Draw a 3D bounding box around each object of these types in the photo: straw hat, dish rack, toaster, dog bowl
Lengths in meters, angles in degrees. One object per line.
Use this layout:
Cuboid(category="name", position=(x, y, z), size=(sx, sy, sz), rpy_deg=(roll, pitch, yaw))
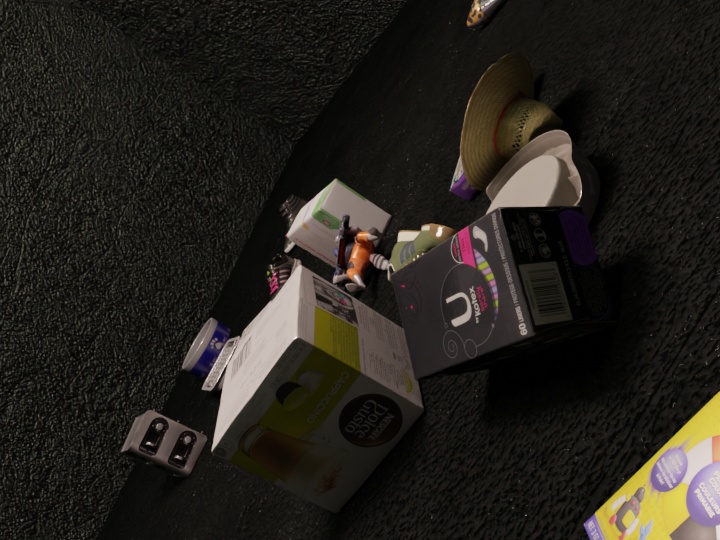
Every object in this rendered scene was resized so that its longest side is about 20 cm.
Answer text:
Cuboid(category="straw hat", position=(0.218, -0.183, 0.972), size=(0.085, 0.201, 0.202), rpy_deg=(21, 76, 33))
Cuboid(category="dish rack", position=(-0.390, 0.278, 2.142), size=(0.172, 0.043, 0.200), rpy_deg=(-64, 16, -17))
Cuboid(category="toaster", position=(-0.528, 0.459, 1.965), size=(0.200, 0.180, 0.119), rpy_deg=(-30, 33, 59))
Cuboid(category="dog bowl", position=(-0.530, 0.268, 2.543), size=(0.200, 0.079, 0.200), rpy_deg=(-53, 16, 21))
Cuboid(category="dog bowl", position=(0.199, -0.065, 0.871), size=(0.200, 0.059, 0.200), rpy_deg=(-53, 15, 21))

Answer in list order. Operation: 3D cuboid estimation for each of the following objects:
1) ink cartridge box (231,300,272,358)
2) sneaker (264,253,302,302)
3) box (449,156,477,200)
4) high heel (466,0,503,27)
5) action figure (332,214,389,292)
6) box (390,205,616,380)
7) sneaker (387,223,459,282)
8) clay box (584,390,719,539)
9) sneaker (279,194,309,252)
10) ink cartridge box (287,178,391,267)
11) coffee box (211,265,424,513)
Cuboid(category="ink cartridge box", position=(-0.251, 0.184, 1.810), size=(0.200, 0.076, 0.137), rpy_deg=(-42, 21, 43))
Cuboid(category="sneaker", position=(-0.226, 0.028, 2.011), size=(0.074, 0.087, 0.200), rpy_deg=(-44, 21, 43))
Cuboid(category="box", position=(0.205, -0.224, 1.160), size=(0.137, 0.039, 0.201), rpy_deg=(123, 170, -54))
Cuboid(category="high heel", position=(0.289, -0.648, 1.687), size=(0.142, 0.071, 0.201), rpy_deg=(-39, 33, 37))
Cuboid(category="action figure", position=(0.000, 0.000, 1.392), size=(0.193, 0.104, 0.201), rpy_deg=(-130, 47, -82))
Cuboid(category="box", position=(0.131, 0.027, 0.734), size=(0.200, 0.106, 0.123), rpy_deg=(-36, 62, 57))
Cuboid(category="sneaker", position=(0.094, -0.014, 1.117), size=(0.090, 0.067, 0.200), rpy_deg=(-68, 16, -7))
Cuboid(category="clay box", position=(0.226, 0.130, 0.424), size=(0.200, 0.047, 0.115), rpy_deg=(-55, 16, 19))
Cuboid(category="sneaker", position=(-0.226, -0.154, 2.344), size=(0.071, 0.099, 0.201), rpy_deg=(-31, 32, 56))
Cuboid(category="ink cartridge box", position=(-0.049, -0.092, 1.557), size=(0.200, 0.145, 0.088), rpy_deg=(-32, 30, 60))
Cuboid(category="coffee box", position=(-0.057, 0.157, 0.995), size=(0.200, 0.197, 0.200), rpy_deg=(-52, 18, 18))
